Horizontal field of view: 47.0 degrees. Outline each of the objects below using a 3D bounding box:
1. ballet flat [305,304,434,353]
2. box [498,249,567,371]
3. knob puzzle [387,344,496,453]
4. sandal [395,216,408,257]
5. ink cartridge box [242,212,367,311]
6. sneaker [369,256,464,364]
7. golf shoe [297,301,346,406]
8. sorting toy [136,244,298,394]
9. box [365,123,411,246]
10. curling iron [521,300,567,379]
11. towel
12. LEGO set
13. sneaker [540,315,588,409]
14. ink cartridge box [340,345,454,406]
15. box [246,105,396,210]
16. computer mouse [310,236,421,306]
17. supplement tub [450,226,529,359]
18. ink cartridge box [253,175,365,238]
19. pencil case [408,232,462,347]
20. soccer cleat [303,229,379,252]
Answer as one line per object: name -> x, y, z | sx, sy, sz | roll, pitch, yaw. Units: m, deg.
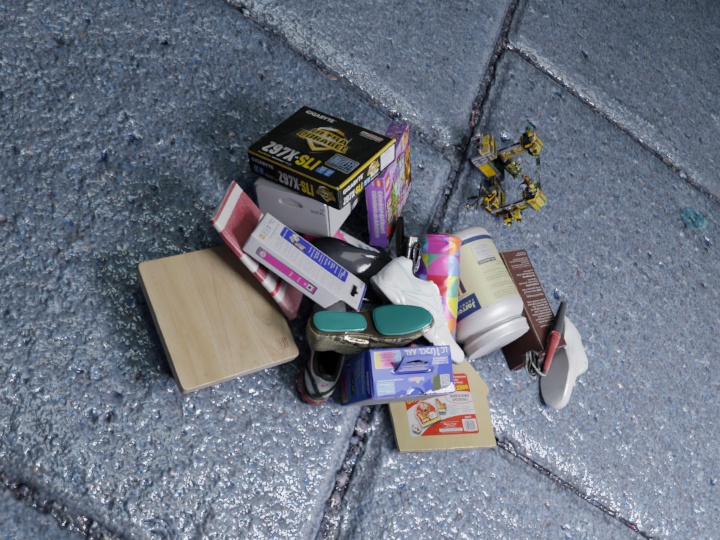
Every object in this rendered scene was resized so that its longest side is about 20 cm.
ballet flat -> 0.012, 0.094, 1.261 | 0.195, 0.076, 0.069 | -3, 46, -11
box -> 0.297, 0.073, 1.553 | 0.074, 0.100, 0.204 | -5, 67, -33
knob puzzle -> 0.125, 0.211, 1.408 | 0.214, 0.031, 0.224 | 8, 56, -12
sandal -> 0.092, 0.005, 1.462 | 0.044, 0.075, 0.205 | -9, 85, 10
ink cartridge box -> -0.082, -0.005, 1.268 | 0.198, 0.037, 0.095 | 34, 25, -6
sneaker -> 0.106, 0.064, 1.320 | 0.080, 0.070, 0.201 | -42, 96, -12
golf shoe -> -0.047, 0.112, 1.330 | 0.071, 0.092, 0.203 | 18, 53, -17
sorting toy -> -0.223, 0.075, 1.259 | 0.196, 0.070, 0.203 | -13, 71, -35
box -> 0.053, -0.157, 1.495 | 0.038, 0.139, 0.201 | 4, 37, 15
curling iron -> 0.336, 0.116, 1.469 | 0.050, 0.026, 0.200 | 45, 48, -5
towel -> -0.157, -0.032, 1.298 | 0.201, 0.023, 0.145 | 52, 21, -21
LEGO set -> 0.294, -0.208, 1.678 | 0.115, 0.151, 0.204 | 33, 58, -44
sneaker -> 0.398, 0.182, 1.576 | 0.088, 0.075, 0.203 | 35, 49, -23
ink cartridge box -> 0.058, 0.162, 1.272 | 0.133, 0.200, 0.078 | -2, 80, -17
box -> -0.064, -0.190, 1.366 | 0.197, 0.050, 0.160 | 25, 52, 28
computer mouse -> 0.000, 0.000, 1.348 | 0.195, 0.053, 0.142 | 11, 98, -5
supplement tub -> 0.204, 0.041, 1.487 | 0.143, 0.145, 0.203 | -13, 70, -35
ink cartridge box -> -0.073, -0.157, 1.429 | 0.142, 0.085, 0.201 | 15, 45, 20
pencil case -> 0.126, 0.038, 1.401 | 0.087, 0.088, 0.205 | 6, 89, -28
soccer cleat -> -0.014, -0.023, 1.453 | 0.199, 0.070, 0.087 | 38, 31, -6
